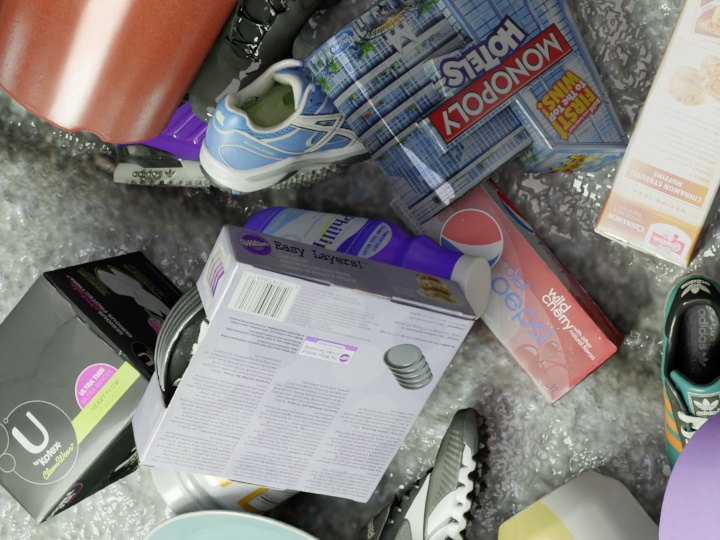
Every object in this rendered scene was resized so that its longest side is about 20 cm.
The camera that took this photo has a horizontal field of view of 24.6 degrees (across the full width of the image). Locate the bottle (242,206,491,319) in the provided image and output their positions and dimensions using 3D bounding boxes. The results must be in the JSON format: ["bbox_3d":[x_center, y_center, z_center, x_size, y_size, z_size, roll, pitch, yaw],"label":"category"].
[{"bbox_3d":[0.000,0.000,1.247,0.198,0.084,0.066,9,132,28],"label":"bottle"}]

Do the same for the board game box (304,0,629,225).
[{"bbox_3d":[0.097,-0.135,1.224,0.199,0.062,0.201,-37,91,-21],"label":"board game box"}]

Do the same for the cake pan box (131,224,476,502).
[{"bbox_3d":[-0.045,0.071,1.161,0.198,0.052,0.185,12,120,-26],"label":"cake pan box"}]

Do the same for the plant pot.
[{"bbox_3d":[-0.175,-0.214,1.208,0.200,0.201,0.196,34,119,9],"label":"plant pot"}]

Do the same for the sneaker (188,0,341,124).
[{"bbox_3d":[-0.070,-0.202,1.265,0.076,0.091,0.201,32,83,10],"label":"sneaker"}]

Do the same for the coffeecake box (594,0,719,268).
[{"bbox_3d":[0.244,-0.112,1.183,0.072,0.153,0.202,22,99,12],"label":"coffeecake box"}]

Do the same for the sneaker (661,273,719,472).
[{"bbox_3d":[0.257,0.105,1.235,0.071,0.080,0.203,-8,93,14],"label":"sneaker"}]

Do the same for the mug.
[{"bbox_3d":[0.167,0.240,1.228,0.149,0.186,0.154,-39,76,36],"label":"mug"}]

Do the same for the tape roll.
[{"bbox_3d":[0.305,0.193,1.175,0.065,0.198,0.203,-8,94,56],"label":"tape roll"}]

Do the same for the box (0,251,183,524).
[{"bbox_3d":[-0.209,0.085,1.291,0.124,0.200,0.149,43,103,7],"label":"box"}]

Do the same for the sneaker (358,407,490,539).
[{"bbox_3d":[0.045,0.201,1.305,0.089,0.066,0.202,14,100,10],"label":"sneaker"}]

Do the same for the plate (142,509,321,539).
[{"bbox_3d":[-0.082,0.247,1.317,0.198,0.026,0.201,9,136,9],"label":"plate"}]

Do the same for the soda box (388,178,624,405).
[{"bbox_3d":[0.114,0.001,1.273,0.070,0.063,0.201,-40,85,14],"label":"soda box"}]

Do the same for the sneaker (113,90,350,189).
[{"bbox_3d":[-0.104,-0.117,1.316,0.198,0.070,0.101,0,89,12],"label":"sneaker"}]

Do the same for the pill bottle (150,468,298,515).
[{"bbox_3d":[-0.067,0.122,1.305,0.199,0.109,0.110,-32,87,14],"label":"pill bottle"}]

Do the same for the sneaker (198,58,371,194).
[{"bbox_3d":[-0.028,-0.123,1.250,0.199,0.077,0.076,-27,63,-25],"label":"sneaker"}]
